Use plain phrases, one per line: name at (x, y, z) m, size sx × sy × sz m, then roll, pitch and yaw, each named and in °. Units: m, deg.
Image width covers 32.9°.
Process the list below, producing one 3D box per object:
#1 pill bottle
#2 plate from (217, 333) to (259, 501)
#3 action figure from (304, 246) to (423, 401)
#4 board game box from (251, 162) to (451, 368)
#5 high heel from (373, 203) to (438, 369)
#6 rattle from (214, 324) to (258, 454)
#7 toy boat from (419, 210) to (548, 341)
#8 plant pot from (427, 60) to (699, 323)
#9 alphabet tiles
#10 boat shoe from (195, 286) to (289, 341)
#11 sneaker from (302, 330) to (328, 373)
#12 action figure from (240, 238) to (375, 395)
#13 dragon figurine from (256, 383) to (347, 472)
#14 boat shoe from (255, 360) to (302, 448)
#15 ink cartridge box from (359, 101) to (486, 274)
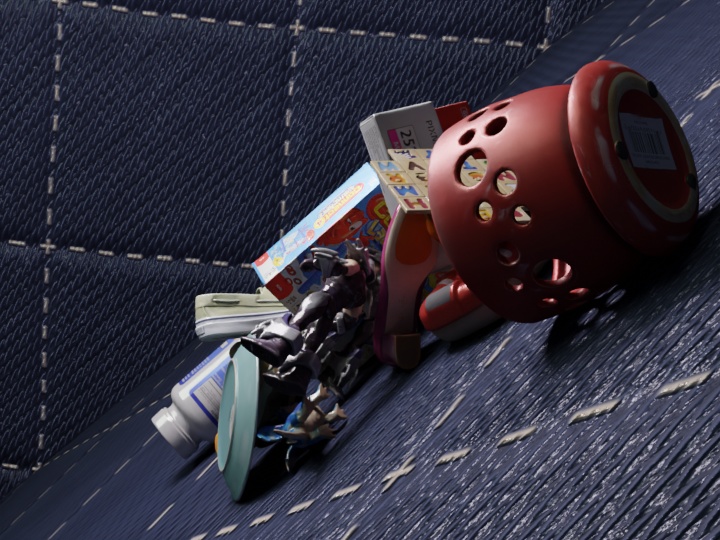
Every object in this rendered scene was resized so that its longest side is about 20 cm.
pill bottle at (-0.219, 0.193, 1.873) m, size 0.200 × 0.112 × 0.112 m, roll -41°, pitch 7°, yaw -7°
plate at (-0.150, 0.174, 1.463) m, size 0.200 × 0.025 × 0.202 m, roll -173°, pitch 90°, yaw -77°
action figure at (0.008, 0.056, 1.507) m, size 0.200 × 0.130 × 0.069 m, roll -52°, pitch 25°, yaw 0°
board game box at (0.000, 0.000, 1.551) m, size 0.196 × 0.200 × 0.056 m, roll -41°, pitch 35°, yaw 4°
high heel at (0.046, 0.013, 1.415) m, size 0.067 × 0.202 × 0.096 m, roll -4°, pitch 5°, yaw -16°
rattle at (-0.151, 0.161, 1.593) m, size 0.142 × 0.131 × 0.200 m, roll -32°, pitch -3°, yaw -11°
toy boat at (0.124, -0.025, 1.350) m, size 0.130 × 0.131 × 0.200 m, roll -31°, pitch 11°, yaw 48°
plant pot at (0.188, -0.071, 1.084) m, size 0.182 × 0.201 × 0.200 m, roll -22°, pitch 17°, yaw 40°
alphabet tiles at (0.107, -0.096, 1.361) m, size 0.165 × 0.006 × 0.200 m, roll -2°, pitch 29°, yaw -18°
boat shoe at (-0.125, 0.052, 1.628) m, size 0.199 × 0.063 × 0.072 m, roll -5°, pitch -10°, yaw -24°
sneaker at (-0.047, 0.104, 1.733) m, size 0.076 × 0.115 × 0.199 m, roll -36°, pitch 35°, yaw -5°
action figure at (-0.044, 0.042, 1.375) m, size 0.069 × 0.131 × 0.200 m, roll 14°, pitch 48°, yaw 33°
dragon figurine at (-0.077, 0.187, 1.379) m, size 0.099 × 0.059 × 0.200 m, roll -40°, pitch 3°, yaw 17°
boat shoe at (-0.109, 0.142, 1.502) m, size 0.071 × 0.076 × 0.201 m, roll -23°, pitch -30°, yaw -32°
ink cartridge box at (0.107, -0.107, 1.489) m, size 0.173 × 0.201 × 0.043 m, roll -17°, pitch -4°, yaw -31°
